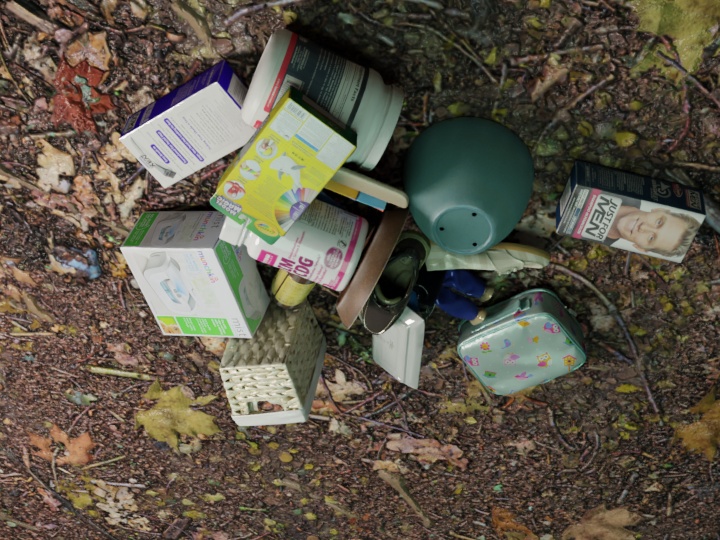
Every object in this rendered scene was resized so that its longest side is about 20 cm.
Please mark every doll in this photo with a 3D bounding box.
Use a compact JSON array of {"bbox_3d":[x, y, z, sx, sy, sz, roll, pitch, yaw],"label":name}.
[{"bbox_3d":[0.114,0.024,1.790,0.198,0.138,0.048,24,170,-20],"label":"doll"}]

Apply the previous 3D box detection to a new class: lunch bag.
[{"bbox_3d":[0.267,0.114,1.863,0.198,0.078,0.161,-25,122,29],"label":"lunch bag"}]

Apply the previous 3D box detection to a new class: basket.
[{"bbox_3d":[-0.146,0.146,1.884,0.134,0.201,0.124,-5,127,14],"label":"basket"}]

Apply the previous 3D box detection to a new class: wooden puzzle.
[{"bbox_3d":[-0.030,-0.129,1.636,0.183,0.200,0.038,21,92,-9],"label":"wooden puzzle"}]

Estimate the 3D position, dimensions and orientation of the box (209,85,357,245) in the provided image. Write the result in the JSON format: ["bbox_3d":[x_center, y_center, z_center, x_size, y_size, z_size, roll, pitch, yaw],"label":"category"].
[{"bbox_3d":[-0.106,-0.135,1.512,0.117,0.049,0.200,34,115,-17],"label":"box"}]

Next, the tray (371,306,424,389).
[{"bbox_3d":[0.054,0.115,1.833,0.107,0.022,0.201,38,150,25],"label":"tray"}]

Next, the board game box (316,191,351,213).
[{"bbox_3d":[-0.084,-0.103,1.713,0.199,0.039,0.157,34,149,-32],"label":"board game box"}]

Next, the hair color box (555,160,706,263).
[{"bbox_3d":[0.399,-0.087,1.668,0.197,0.061,0.101,12,133,-3],"label":"hair color box"}]

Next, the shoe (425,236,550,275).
[{"bbox_3d":[0.197,-0.017,1.752,0.197,0.054,0.070,6,175,5],"label":"shoe"}]

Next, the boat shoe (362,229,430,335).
[{"bbox_3d":[0.043,0.027,1.701,0.073,0.065,0.201,27,128,7],"label":"boat shoe"}]

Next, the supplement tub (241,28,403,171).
[{"bbox_3d":[-0.054,-0.234,1.558,0.198,0.141,0.141,23,132,-11],"label":"supplement tub"}]

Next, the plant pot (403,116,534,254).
[{"bbox_3d":[0.155,-0.102,1.646,0.197,0.136,0.202,5,133,5],"label":"plant pot"}]

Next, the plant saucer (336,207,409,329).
[{"bbox_3d":[0.013,-0.010,1.666,0.034,0.201,0.201,28,131,-4],"label":"plant saucer"}]

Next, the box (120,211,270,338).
[{"bbox_3d":[-0.264,0.006,1.831,0.174,0.097,0.202,2,134,22],"label":"box"}]

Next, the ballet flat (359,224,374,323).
[{"bbox_3d":[0.000,0.000,1.827,0.063,0.067,0.202,24,138,26],"label":"ballet flat"}]

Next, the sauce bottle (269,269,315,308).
[{"bbox_3d":[-0.092,-0.002,1.791,0.064,0.065,0.200,22,151,-11],"label":"sauce bottle"}]

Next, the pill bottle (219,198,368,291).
[{"bbox_3d":[-0.098,-0.056,1.636,0.198,0.114,0.114,21,132,-8],"label":"pill bottle"}]

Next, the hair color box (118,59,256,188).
[{"bbox_3d":[-0.247,-0.214,1.663,0.198,0.065,0.109,-24,125,26],"label":"hair color box"}]

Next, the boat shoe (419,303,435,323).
[{"bbox_3d":[0.084,0.080,1.877,0.068,0.057,0.201,14,133,-3],"label":"boat shoe"}]
